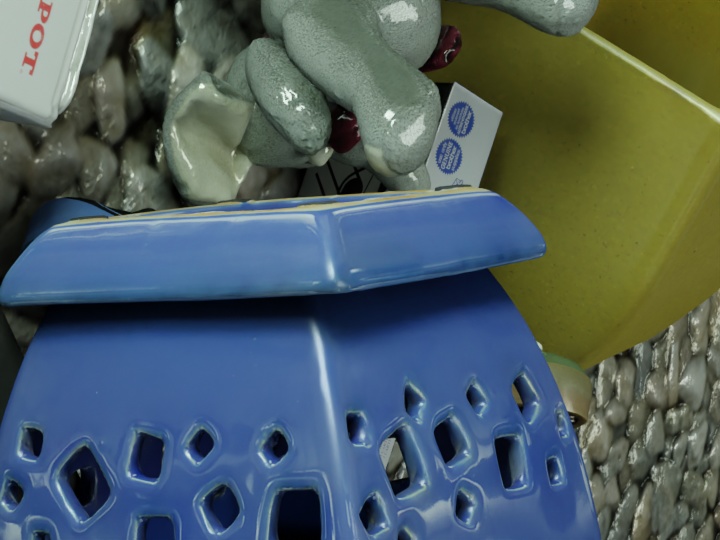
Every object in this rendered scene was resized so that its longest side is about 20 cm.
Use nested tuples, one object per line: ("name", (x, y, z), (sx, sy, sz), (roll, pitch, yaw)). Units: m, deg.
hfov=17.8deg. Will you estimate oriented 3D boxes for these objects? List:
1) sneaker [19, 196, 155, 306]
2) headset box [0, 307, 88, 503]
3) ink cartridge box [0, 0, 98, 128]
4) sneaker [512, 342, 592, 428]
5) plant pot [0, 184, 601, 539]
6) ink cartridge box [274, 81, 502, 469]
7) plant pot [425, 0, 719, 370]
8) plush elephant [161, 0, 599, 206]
("sneaker", (-0.090, -0.001, 1.104), (0.200, 0.070, 0.078), (42, 51, -52))
("headset box", (-0.197, 0.102, 0.958), (0.149, 0.075, 0.200), (-51, 137, -37))
("ink cartridge box", (-0.187, -0.154, 0.892), (0.200, 0.085, 0.146), (23, 80, -54))
("sneaker", (0.049, 0.038, 1.211), (0.067, 0.200, 0.090), (19, 74, -32))
("plant pot", (-0.031, 0.060, 0.964), (0.200, 0.200, 0.180), (-10, 97, -57))
("ink cartridge box", (0.000, 0.000, 1.198), (0.044, 0.094, 0.200), (27, 75, -39))
("plant pot", (0.134, -0.060, 1.306), (0.194, 0.195, 0.200), (-19, 138, -54))
("plush elephant", (-0.011, -0.095, 1.120), (0.165, 0.200, 0.155), (-49, 159, -35))
